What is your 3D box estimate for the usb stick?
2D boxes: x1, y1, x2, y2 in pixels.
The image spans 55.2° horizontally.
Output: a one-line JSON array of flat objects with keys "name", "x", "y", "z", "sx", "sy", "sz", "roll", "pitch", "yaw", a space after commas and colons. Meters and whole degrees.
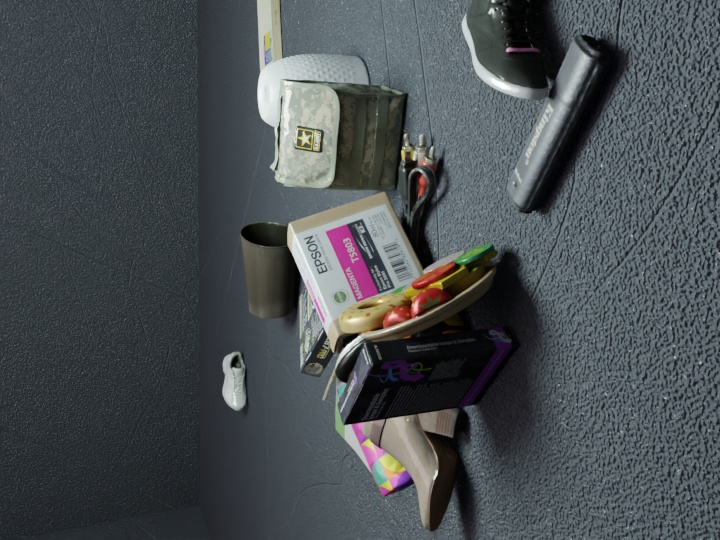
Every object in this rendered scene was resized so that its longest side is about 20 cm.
[{"name": "usb stick", "x": 0.205, "y": -0.150, "z": 0.731, "sx": 0.201, "sy": 0.032, "sz": 0.056, "roll": 107, "pitch": 152, "yaw": -42}]

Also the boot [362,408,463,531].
[{"name": "boot", "x": 0.068, "y": 0.257, "z": 1.009, "sx": 0.146, "sy": 0.070, "sz": 0.201, "roll": 12, "pitch": 88, "yaw": 32}]

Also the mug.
[{"name": "mug", "x": -0.093, "y": -0.291, "z": 1.255, "sx": 0.148, "sy": 0.174, "sz": 0.201, "roll": -132, "pitch": 43, "yaw": -57}]

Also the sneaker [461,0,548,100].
[{"name": "sneaker", "x": 0.164, "y": -0.271, "z": 0.747, "sx": 0.099, "sy": 0.070, "sz": 0.201, "roll": 104, "pitch": 161, "yaw": -44}]

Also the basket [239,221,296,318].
[{"name": "basket", "x": -0.221, "y": 0.003, "z": 1.684, "sx": 0.180, "sy": 0.135, "sz": 0.201, "roll": 39, "pitch": 133, "yaw": 54}]

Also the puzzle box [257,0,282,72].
[{"name": "puzzle box", "x": -0.231, "y": -0.613, "z": 1.742, "sx": 0.133, "sy": 0.025, "sz": 0.201, "roll": -169, "pitch": 77, "yaw": -67}]

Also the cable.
[{"name": "cable", "x": 0.090, "y": -0.101, "z": 1.040, "sx": 0.097, "sy": 0.050, "sz": 0.201, "roll": 42, "pitch": 144, "yaw": 50}]

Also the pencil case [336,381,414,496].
[{"name": "pencil case", "x": 0.037, "y": 0.255, "z": 1.095, "sx": 0.201, "sy": 0.088, "sz": 0.088, "roll": 61, "pitch": 150, "yaw": 21}]

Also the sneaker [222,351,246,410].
[{"name": "sneaker", "x": -0.418, "y": 0.364, "z": 2.299, "sx": 0.099, "sy": 0.078, "sz": 0.201, "roll": 132, "pitch": 129, "yaw": -56}]

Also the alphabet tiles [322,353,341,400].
[{"name": "alphabet tiles", "x": -0.023, "y": 0.126, "z": 1.221, "sx": 0.166, "sy": 0.006, "sz": 0.201, "roll": -62, "pitch": -7, "yaw": -72}]

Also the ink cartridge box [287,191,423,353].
[{"name": "ink cartridge box", "x": 0.000, "y": 0.000, "z": 1.038, "sx": 0.075, "sy": 0.164, "sz": 0.201, "roll": 104, "pitch": 144, "yaw": -64}]

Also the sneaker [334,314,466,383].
[{"name": "sneaker", "x": 0.057, "y": 0.118, "z": 0.963, "sx": 0.070, "sy": 0.199, "sz": 0.090, "roll": 49, "pitch": -167, "yaw": -54}]

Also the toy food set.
[{"name": "toy food set", "x": 0.080, "y": 0.030, "z": 0.874, "sx": 0.200, "sy": 0.198, "sz": 0.049, "roll": -19, "pitch": 100, "yaw": 59}]

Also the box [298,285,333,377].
[{"name": "box", "x": -0.070, "y": 0.074, "z": 1.301, "sx": 0.201, "sy": 0.049, "sz": 0.162, "roll": -97, "pitch": 30, "yaw": -48}]

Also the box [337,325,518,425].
[{"name": "box", "x": 0.081, "y": 0.132, "z": 0.861, "sx": 0.143, "sy": 0.199, "sz": 0.036, "roll": 111, "pitch": 145, "yaw": -46}]

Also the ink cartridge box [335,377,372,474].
[{"name": "ink cartridge box", "x": 0.011, "y": 0.267, "z": 1.259, "sx": 0.200, "sy": 0.048, "sz": 0.146, "roll": -147, "pitch": 56, "yaw": -64}]

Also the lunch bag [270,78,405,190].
[{"name": "lunch bag", "x": -0.041, "y": -0.218, "z": 1.109, "sx": 0.118, "sy": 0.199, "sz": 0.165, "roll": -135, "pitch": 46, "yaw": -59}]
